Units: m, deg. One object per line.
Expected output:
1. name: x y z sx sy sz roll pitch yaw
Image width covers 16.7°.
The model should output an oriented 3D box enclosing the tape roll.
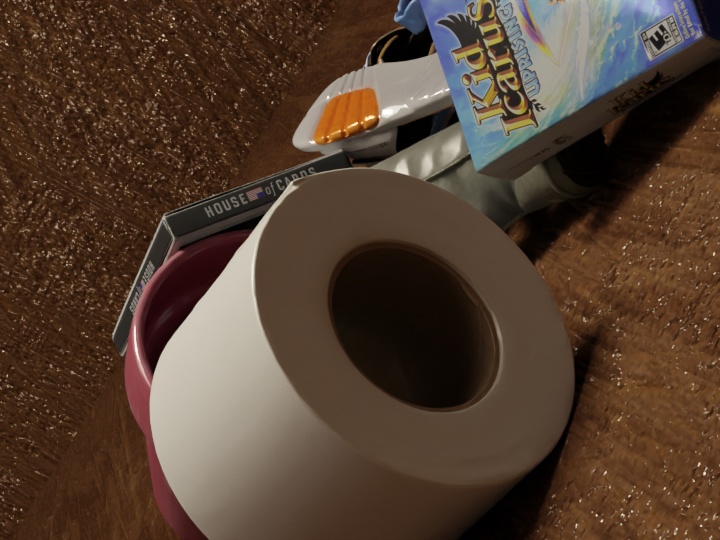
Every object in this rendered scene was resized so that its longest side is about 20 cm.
1. tape roll: 0.000 0.064 1.364 0.139 0.202 0.203 -50 12 45

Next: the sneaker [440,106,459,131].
1. sneaker: 0.137 -0.131 1.702 0.200 0.080 0.146 -53 19 4

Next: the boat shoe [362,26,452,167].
1. boat shoe: 0.040 -0.147 1.833 0.200 0.072 0.073 -50 33 41

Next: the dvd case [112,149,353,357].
1. dvd case: -0.095 -0.011 1.788 0.150 0.025 0.200 -22 -17 -25

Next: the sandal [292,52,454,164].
1. sandal: 0.034 -0.108 1.742 0.206 0.059 0.079 -12 38 45

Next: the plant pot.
1. plant pot: -0.072 0.102 1.712 0.179 0.199 0.201 109 -176 -50

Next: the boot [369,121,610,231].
1. boot: 0.070 -0.092 1.635 0.200 0.072 0.183 -30 61 50

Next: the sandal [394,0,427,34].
1. sandal: 0.084 -0.204 1.662 0.080 0.199 0.088 130 129 -60

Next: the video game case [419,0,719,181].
1. video game case: 0.119 -0.185 1.507 0.181 0.045 0.201 -31 68 35
